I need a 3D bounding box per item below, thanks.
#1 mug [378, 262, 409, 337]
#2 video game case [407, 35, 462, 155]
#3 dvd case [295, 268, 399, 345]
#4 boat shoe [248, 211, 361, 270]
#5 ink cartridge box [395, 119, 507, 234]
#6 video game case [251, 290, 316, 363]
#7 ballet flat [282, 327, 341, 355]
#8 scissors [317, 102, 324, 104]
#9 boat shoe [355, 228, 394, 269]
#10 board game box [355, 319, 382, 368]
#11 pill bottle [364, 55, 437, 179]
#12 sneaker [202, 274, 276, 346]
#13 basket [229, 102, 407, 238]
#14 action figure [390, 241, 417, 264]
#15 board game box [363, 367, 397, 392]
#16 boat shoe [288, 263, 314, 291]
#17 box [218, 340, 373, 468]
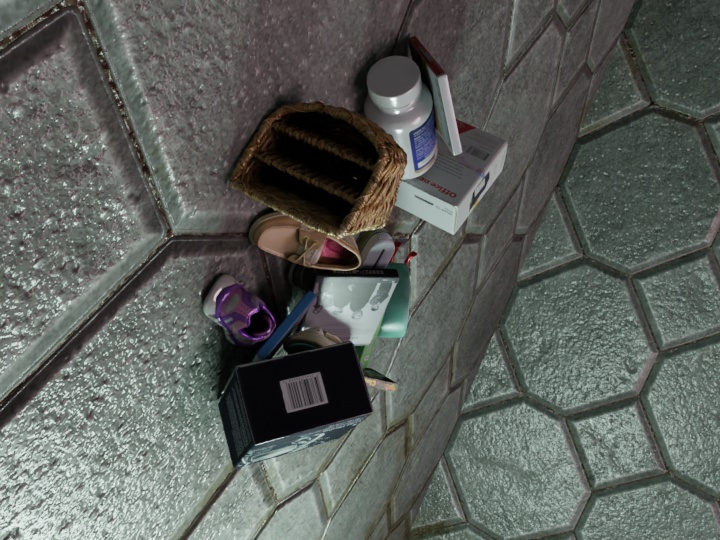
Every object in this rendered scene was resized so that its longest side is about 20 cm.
[{"bbox_3d":[0.034,0.074,1.465,0.153,0.112,0.188,-97,-168,-60],"label":"mug"},{"bbox_3d":[0.127,-0.304,1.209,0.017,0.201,0.145,-19,126,0],"label":"video game case"},{"bbox_3d":[-0.029,0.069,1.237,0.148,0.025,0.201,0,140,-19],"label":"dvd case"},{"bbox_3d":[-0.078,-0.040,1.098,0.197,0.069,0.074,6,123,-38],"label":"boat shoe"},{"bbox_3d":[0.169,-0.187,1.347,0.201,0.144,0.083,-50,156,-28],"label":"ink cartridge box"},{"bbox_3d":[-0.144,0.125,1.180,0.144,0.018,0.200,-52,179,-31],"label":"video game case"},{"bbox_3d":[-0.073,0.133,1.228,0.200,0.066,0.063,40,38,-53],"label":"ballet flat"},{"bbox_3d":[-0.044,-0.221,1.151,0.199,0.014,0.074,5,107,-68],"label":"scissors"},{"bbox_3d":[0.000,0.000,1.239,0.071,0.063,0.201,11,130,-30],"label":"boat shoe"},{"bbox_3d":[-0.009,0.072,1.380,0.029,0.134,0.203,-4,120,-42],"label":"board game box"},{"bbox_3d":[0.069,-0.264,1.215,0.121,0.118,0.201,-55,156,-20],"label":"pill bottle"},{"bbox_3d":[-0.168,0.082,1.092,0.081,0.087,0.201,-60,159,-13],"label":"sneaker"},{"bbox_3d":[-0.051,-0.149,0.956,0.148,0.198,0.145,-18,131,-60],"label":"basket"},{"bbox_3d":[0.068,0.027,1.584,0.202,0.065,0.099,-63,169,24],"label":"action figure"},{"bbox_3d":[-0.034,0.195,1.362,0.197,0.104,0.024,18,93,-29],"label":"board game box"},{"bbox_3d":[-0.068,0.016,1.283,0.073,0.060,0.201,-63,158,0],"label":"boat shoe"},{"bbox_3d":[-0.111,0.219,1.133,0.197,0.126,0.197,-10,161,-23],"label":"box"}]
